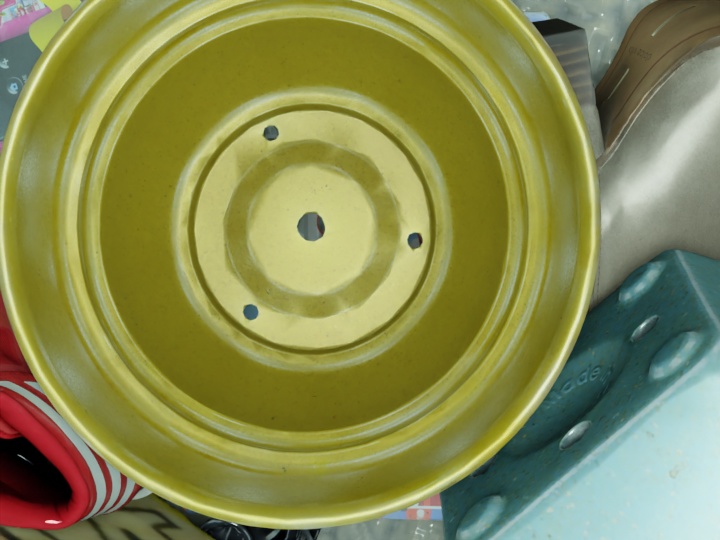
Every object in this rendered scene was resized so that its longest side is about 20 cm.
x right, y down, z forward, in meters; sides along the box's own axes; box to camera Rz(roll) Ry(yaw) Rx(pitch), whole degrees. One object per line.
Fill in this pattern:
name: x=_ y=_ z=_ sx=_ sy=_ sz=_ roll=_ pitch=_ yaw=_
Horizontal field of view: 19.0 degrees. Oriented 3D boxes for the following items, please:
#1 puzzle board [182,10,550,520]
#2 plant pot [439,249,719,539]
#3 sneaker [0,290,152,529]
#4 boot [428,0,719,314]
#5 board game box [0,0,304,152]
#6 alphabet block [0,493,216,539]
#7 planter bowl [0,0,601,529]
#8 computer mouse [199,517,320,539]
puzzle board: x=0.000 y=0.000 z=0.845 sx=0.150 sy=0.017 sz=0.201 roll=0 pitch=98 yaw=7
plant pot: x=0.133 y=0.109 z=0.736 sx=0.196 sy=0.196 sz=0.200 roll=-41 pitch=102 yaw=11
sneaker: x=-0.149 y=0.009 z=0.740 sx=0.200 sy=0.116 sz=0.078 roll=39 pitch=103 yaw=6
boot: x=0.122 y=-0.025 z=0.803 sx=0.199 sy=0.070 sz=0.147 roll=-7 pitch=107 yaw=-4
board game box: x=-0.130 y=-0.116 z=0.813 sx=0.199 sy=0.064 sz=0.148 roll=-18 pitch=92 yaw=14
alphabet block: x=-0.131 y=0.182 z=0.726 sx=0.196 sy=0.200 sz=0.196 roll=32 pitch=103 yaw=39
planter bowl: x=-0.020 y=-0.016 z=0.740 sx=0.199 sy=0.083 sz=0.202 roll=0 pitch=89 yaw=2
computer mouse: x=0.009 y=0.172 z=0.847 sx=0.200 sy=0.053 sz=0.139 roll=40 pitch=117 yaw=3
